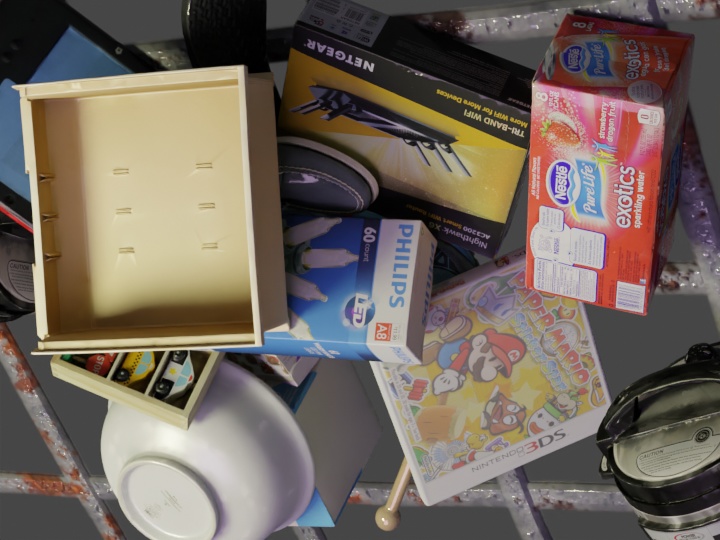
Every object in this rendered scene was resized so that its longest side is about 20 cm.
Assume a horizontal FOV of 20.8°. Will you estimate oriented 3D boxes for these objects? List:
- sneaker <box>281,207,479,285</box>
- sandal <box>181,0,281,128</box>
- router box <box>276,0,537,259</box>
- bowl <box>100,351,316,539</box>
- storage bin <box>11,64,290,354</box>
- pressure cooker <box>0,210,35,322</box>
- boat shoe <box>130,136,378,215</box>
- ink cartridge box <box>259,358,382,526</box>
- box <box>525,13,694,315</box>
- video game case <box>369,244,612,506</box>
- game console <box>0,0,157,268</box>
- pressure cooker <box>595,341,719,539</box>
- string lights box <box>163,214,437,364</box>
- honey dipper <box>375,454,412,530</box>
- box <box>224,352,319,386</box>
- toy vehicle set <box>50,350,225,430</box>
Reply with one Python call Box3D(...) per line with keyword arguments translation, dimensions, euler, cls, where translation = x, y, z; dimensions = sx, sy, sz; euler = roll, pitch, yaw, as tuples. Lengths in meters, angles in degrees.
Box3D(translation=(0.000, 0.000, 1.606), dimensions=(0.198, 0.096, 0.080), euler=(17, 136, 12), cls="sneaker")
Box3D(translation=(-0.108, -0.171, 1.527), dimensions=(0.048, 0.075, 0.202), euler=(33, 146, 37), cls="sandal")
Box3D(translation=(0.036, -0.112, 1.516), dimensions=(0.199, 0.052, 0.158), euler=(21, 137, 8), cls="router box")
Box3D(translation=(-0.145, 0.171, 1.660), dimensions=(0.199, 0.090, 0.202), euler=(14, 127, 19), cls="bowl")
Box3D(translation=(-0.160, -0.045, 1.467), dimensions=(0.197, 0.094, 0.202), euler=(-3, 94, 15), cls="storage bin")
Box3D(translation=(-0.326, -0.048, 1.661), dimensions=(0.198, 0.176, 0.180), euler=(-1, 127, 26), cls="pressure cooker")
Box3D(translation=(-0.086, -0.067, 1.531), dimensions=(0.198, 0.062, 0.073), euler=(13, 143, 10), cls="boat shoe")
Box3D(translation=(-0.106, 0.143, 1.770), dimensions=(0.198, 0.129, 0.126), euler=(-4, 127, 29), cls="ink cartridge box")
Box3D(translation=(0.182, -0.077, 1.442), dimensions=(0.099, 0.096, 0.201), euler=(12, 134, 16), cls="box")
Box3D(translation=(0.107, 0.085, 1.609), dimensions=(0.181, 0.023, 0.201), euler=(-23, 125, -4), cls="video game case")
Box3D(translation=(-0.238, -0.115, 1.567), dimensions=(0.199, 0.178, 0.031), euler=(36, 160, -9), cls="game console")
Box3D(translation=(0.291, 0.152, 1.545), dimensions=(0.175, 0.179, 0.200), euler=(-38, 113, -2), cls="pressure cooker")
Box3D(translation=(-0.046, 0.013, 1.533), dimensions=(0.198, 0.104, 0.059), euler=(2, 164, 17), cls="string lights box")
Box3D(translation=(0.054, 0.136, 1.655), dimensions=(0.038, 0.038, 0.201), euler=(22, 111, 7), cls="honey dipper")
Box3D(translation=(-0.112, 0.061, 1.710), dimensions=(0.199, 0.041, 0.039), euler=(8, 140, 50), cls="box")
Box3D(translation=(-0.160, 0.023, 1.635), dimensions=(0.123, 0.201, 0.027), euler=(20, 152, 7), cls="toy vehicle set")
